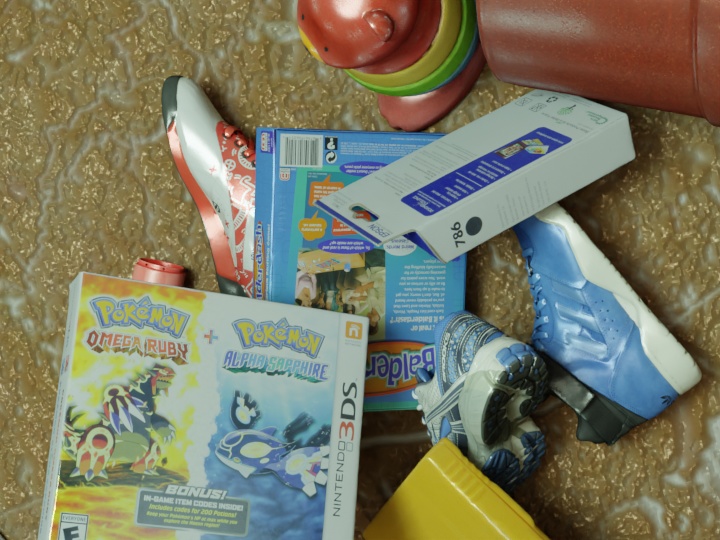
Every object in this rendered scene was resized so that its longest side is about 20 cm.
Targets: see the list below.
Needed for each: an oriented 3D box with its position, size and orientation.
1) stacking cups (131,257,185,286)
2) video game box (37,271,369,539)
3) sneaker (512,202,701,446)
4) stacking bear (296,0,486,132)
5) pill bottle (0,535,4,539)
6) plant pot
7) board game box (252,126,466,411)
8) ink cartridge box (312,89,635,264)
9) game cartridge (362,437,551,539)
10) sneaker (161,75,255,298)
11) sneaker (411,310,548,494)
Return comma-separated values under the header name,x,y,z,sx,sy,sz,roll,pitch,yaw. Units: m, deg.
name,x,y,z,sx,sy,sz,roll,pitch,yaw
stacking cups,-0.182,0.090,1.077,0.060,0.060,0.201,11,94,16
video game box,-0.096,0.106,0.881,0.199,0.047,0.183,9,72,-20
sneaker,0.134,0.033,0.966,0.111,0.077,0.200,-40,88,5
stacking bear,0.018,-0.170,0.927,0.114,0.200,0.122,-32,83,16
pill bottle,-0.382,0.293,1.116,0.120,0.120,0.200,46,104,10
plant pot,0.190,-0.188,0.889,0.195,0.201,0.202,8,95,25
board game box,0.000,0.000,0.977,0.152,0.045,0.201,0,96,-21
ink cartridge box,0.076,-0.060,0.921,0.200,0.099,0.039,-27,120,-17
game cartridge,0.097,0.224,0.957,0.200,0.032,0.176,46,148,10
sneaker,-0.071,-0.065,1.032,0.108,0.067,0.202,-19,89,15
sneaker,0.079,0.100,0.959,0.085,0.077,0.200,45,149,31
